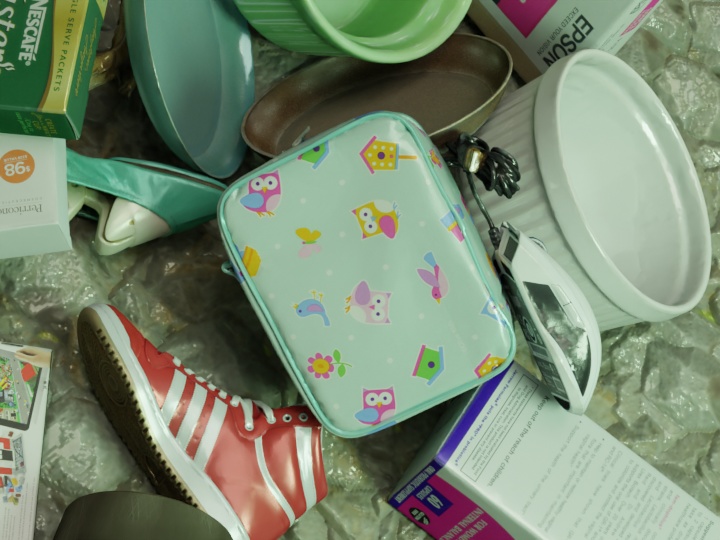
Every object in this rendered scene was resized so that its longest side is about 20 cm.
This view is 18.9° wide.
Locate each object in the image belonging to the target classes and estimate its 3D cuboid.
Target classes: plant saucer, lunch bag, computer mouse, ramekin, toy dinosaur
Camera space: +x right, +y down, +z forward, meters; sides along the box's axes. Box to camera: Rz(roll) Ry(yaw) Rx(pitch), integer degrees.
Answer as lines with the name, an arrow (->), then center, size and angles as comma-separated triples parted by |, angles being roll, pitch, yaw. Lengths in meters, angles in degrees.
plant saucer -> 0.014, -0.114, 1.547 | 0.200, 0.200, 0.032 | -32, 121, -29
plant saucer -> -0.122, -0.162, 1.514 | 0.027, 0.200, 0.200 | -8, 64, 17
lunch bag -> 0.000, 0.000, 1.424 | 0.160, 0.077, 0.200 | -26, 94, 8
computer mouse -> 0.116, 0.000, 1.434 | 0.044, 0.110, 0.200 | -26, 98, -7
ramekin -> 0.156, -0.047, 1.553 | 0.200, 0.105, 0.200 | 31, 48, -41
toy dinosaur -> -0.152, -0.195, 1.540 | 0.058, 0.101, 0.200 | 12, 66, 6
ramekin -> -0.012, -0.249, 1.577 | 0.200, 0.098, 0.200 | -2, 93, -44

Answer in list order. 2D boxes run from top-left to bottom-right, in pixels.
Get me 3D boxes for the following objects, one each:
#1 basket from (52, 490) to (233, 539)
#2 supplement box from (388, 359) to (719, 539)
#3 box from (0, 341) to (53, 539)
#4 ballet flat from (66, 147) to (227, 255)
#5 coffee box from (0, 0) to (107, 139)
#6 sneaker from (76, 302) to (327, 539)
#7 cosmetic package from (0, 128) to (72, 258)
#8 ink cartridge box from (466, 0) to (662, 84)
basket -> -0.150, 0.248, 1.329 | 0.180, 0.136, 0.200 | 34, 50, -34
supplement box -> 0.136, 0.167, 1.488 | 0.200, 0.101, 0.103 | 36, 60, -1
box -> -0.263, 0.139, 1.393 | 0.110, 0.035, 0.200 | 10, 64, -16
ballet flat -> -0.190, -0.048, 1.490 | 0.200, 0.067, 0.071 | 16, 68, -7
coffee box -> -0.271, -0.155, 1.410 | 0.200, 0.044, 0.123 | 7, 68, 8
sneaker -> -0.100, 0.092, 1.453 | 0.112, 0.071, 0.200 | -31, 87, -25
cosmetic package -> -0.296, -0.077, 1.432 | 0.200, 0.052, 0.151 | -8, 70, 1
ink cartridge box -> 0.153, -0.247, 1.623 | 0.075, 0.200, 0.165 | -33, 79, -37
